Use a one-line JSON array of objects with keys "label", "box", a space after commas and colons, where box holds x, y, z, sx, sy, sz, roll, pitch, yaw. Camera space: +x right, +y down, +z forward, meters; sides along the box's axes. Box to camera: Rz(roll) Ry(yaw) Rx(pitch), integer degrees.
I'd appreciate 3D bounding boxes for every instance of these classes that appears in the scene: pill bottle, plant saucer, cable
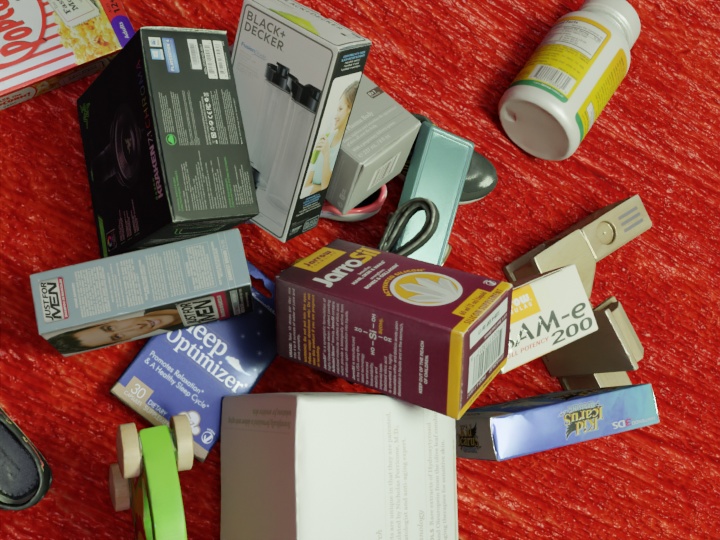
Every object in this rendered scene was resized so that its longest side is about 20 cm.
[{"label": "pill bottle", "box": [0.264, -0.245, 1.068, 0.112, 0.113, 0.201, 40, 71, -10]}, {"label": "plant saucer", "box": [0.073, -0.058, 0.939, 0.069, 0.019, 0.204, 19, 81, -19]}, {"label": "cable", "box": [0.000, 0.000, 0.905, 0.050, 0.198, 0.099, 19, 46, -52]}]

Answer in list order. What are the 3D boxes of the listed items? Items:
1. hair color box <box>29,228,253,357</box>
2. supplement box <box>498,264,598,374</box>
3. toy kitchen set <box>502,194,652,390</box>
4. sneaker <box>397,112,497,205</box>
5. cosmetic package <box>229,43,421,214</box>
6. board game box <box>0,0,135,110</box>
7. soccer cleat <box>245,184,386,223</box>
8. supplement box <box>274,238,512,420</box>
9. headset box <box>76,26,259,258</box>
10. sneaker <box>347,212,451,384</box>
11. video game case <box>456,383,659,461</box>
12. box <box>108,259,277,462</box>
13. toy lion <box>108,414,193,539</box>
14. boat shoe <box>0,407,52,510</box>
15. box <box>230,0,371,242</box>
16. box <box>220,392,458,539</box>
[{"label": "hair color box", "box": [-0.206, 0.023, 0.838, 0.195, 0.099, 0.062, -13, 74, -9]}, {"label": "supplement box", "box": [0.143, 0.061, 0.929, 0.124, 0.200, 0.075, -21, 88, -21]}, {"label": "toy kitchen set", "box": [0.311, 0.036, 1.014, 0.178, 0.163, 0.203, -29, 92, -21]}, {"label": "sneaker", "box": [0.078, -0.132, 0.997, 0.196, 0.084, 0.076, 16, 77, -17]}, {"label": "cosmetic package", "box": [-0.046, -0.168, 0.914, 0.199, 0.091, 0.107, 42, 54, 11]}, {"label": "board game box", "box": [-0.349, -0.259, 0.882, 0.198, 0.046, 0.154, -29, 92, -21]}, {"label": "soccer cleat", "box": [-0.067, -0.086, 0.942, 0.195, 0.076, 0.068, 3, 81, -20]}, {"label": "supplement box", "box": [0.029, 0.047, 0.798, 0.110, 0.197, 0.088, -34, 131, -50]}, {"label": "headset box", "box": [-0.196, -0.113, 0.840, 0.091, 0.198, 0.178, -7, 85, -36]}, {"label": "sneaker", "box": [0.015, 0.022, 0.965, 0.089, 0.067, 0.201, 39, 70, -4]}, {"label": "video game case", "box": [0.188, 0.164, 0.939, 0.196, 0.181, 0.047, -8, 84, -21]}, {"label": "box", "box": [-0.155, 0.081, 0.909, 0.120, 0.032, 0.202, 38, 70, -10]}, {"label": "toy lion", "box": [-0.184, 0.255, 0.789, 0.067, 0.201, 0.195, -5, 64, -22]}, {"label": "boat shoe", "box": [-0.371, 0.145, 0.805, 0.201, 0.063, 0.074, 45, 73, -7]}, {"label": "box", "box": [-0.075, -0.146, 0.828, 0.116, 0.203, 0.060, 33, 33, 20]}, {"label": "box", "box": [-0.027, 0.220, 0.830, 0.168, 0.198, 0.205, 3, 82, -29]}]
